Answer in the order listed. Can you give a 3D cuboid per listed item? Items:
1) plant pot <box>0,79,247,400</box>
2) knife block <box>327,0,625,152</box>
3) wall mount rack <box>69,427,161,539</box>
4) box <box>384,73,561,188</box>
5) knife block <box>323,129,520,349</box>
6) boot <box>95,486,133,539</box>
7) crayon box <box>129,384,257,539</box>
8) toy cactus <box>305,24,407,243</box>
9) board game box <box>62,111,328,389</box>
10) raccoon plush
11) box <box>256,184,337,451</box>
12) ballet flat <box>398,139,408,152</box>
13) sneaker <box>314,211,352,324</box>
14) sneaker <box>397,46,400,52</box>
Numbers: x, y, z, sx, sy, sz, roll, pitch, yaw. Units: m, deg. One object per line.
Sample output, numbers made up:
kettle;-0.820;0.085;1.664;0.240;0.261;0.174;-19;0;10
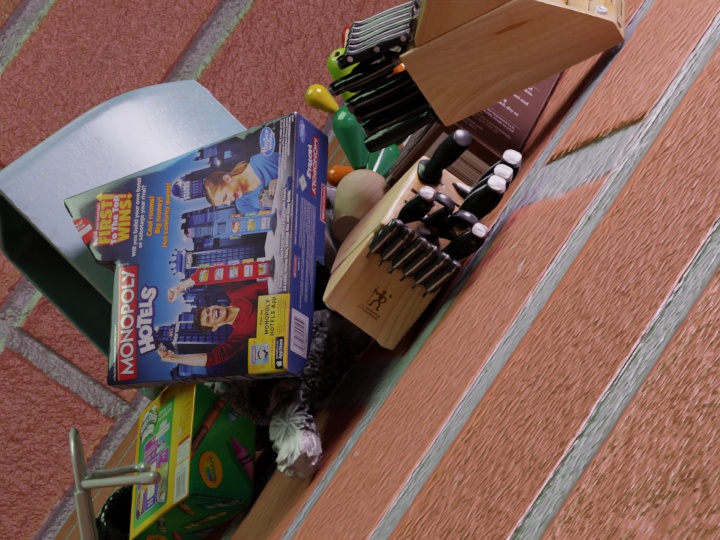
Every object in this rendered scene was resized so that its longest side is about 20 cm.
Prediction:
plant pot;-0.172;-0.044;1.796;0.200;0.196;0.196;-43;-8;-16
knife block;0.082;-0.151;1.588;0.064;0.199;0.176;-78;3;-55
wall mount rack;-0.188;0.223;1.711;0.174;0.074;0.201;168;92;-85
box;0.103;-0.137;1.714;0.100;0.075;0.200;-49;7;45
knife block;0.051;-0.039;1.541;0.176;0.064;0.200;-52;6;16
boot;-0.254;0.298;2.045;0.158;0.079;0.211;-48;8;48
crayon box;-0.145;0.161;1.826;0.200;0.058;0.119;138;138;-63
toy cactus;0.001;-0.083;1.727;0.165;0.102;0.200;-70;-25;-51
board game box;-0.129;-0.007;1.601;0.062;0.199;0.201;35;-126;-60
raccoon plush;-0.041;0.102;1.635;0.097;0.134;0.200;-34;48;28
box;-0.071;0.042;1.860;0.160;0.049;0.200;133;148;-62
ballet flat;0.050;-0.121;1.934;0.072;0.068;0.200;-12;-4;17
sneaker;-0.063;-0.001;1.708;0.099;0.071;0.200;-18;-26;4
sneaker;0.096;-0.239;2.062;0.075;0.115;0.200;103;-165;-52
